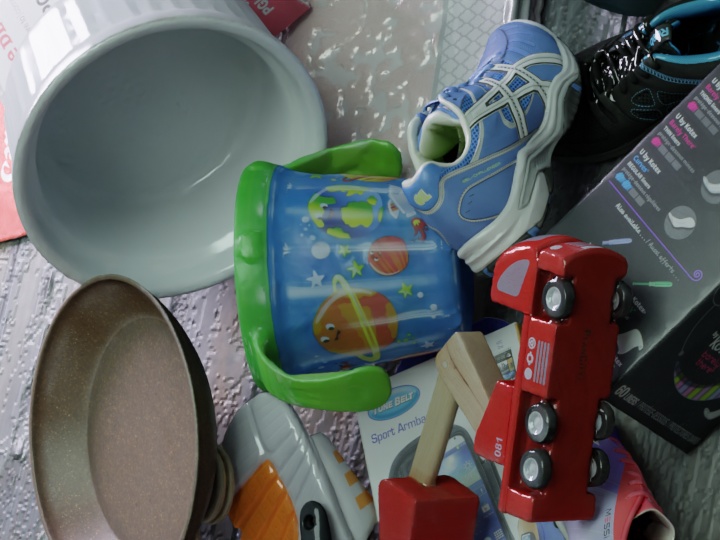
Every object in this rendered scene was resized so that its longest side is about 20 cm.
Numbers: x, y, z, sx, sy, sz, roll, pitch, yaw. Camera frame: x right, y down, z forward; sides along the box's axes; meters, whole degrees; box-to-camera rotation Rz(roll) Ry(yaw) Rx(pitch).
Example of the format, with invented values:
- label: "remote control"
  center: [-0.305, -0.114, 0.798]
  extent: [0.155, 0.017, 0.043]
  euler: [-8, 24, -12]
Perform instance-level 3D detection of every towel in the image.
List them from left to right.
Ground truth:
- label: "towel"
  center: [0.025, -0.126, 1.558]
  extent: [0.190, 0.032, 0.202]
  euler: [-5, 69, 31]

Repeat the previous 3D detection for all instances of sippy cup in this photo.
- label: "sippy cup"
  center: [0.000, 0.000, 1.439]
  extent: [0.129, 0.140, 0.180]
  euler: [-4, 80, 7]

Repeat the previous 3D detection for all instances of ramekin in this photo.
- label: "ramekin"
  center: [-0.128, -0.091, 1.515]
  extent: [0.200, 0.200, 0.098]
  euler: [-43, 38, 11]

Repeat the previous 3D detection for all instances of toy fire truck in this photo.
- label: "toy fire truck"
  center: [0.076, 0.074, 1.316]
  extent: [0.141, 0.048, 0.202]
  euler: [18, 104, 53]

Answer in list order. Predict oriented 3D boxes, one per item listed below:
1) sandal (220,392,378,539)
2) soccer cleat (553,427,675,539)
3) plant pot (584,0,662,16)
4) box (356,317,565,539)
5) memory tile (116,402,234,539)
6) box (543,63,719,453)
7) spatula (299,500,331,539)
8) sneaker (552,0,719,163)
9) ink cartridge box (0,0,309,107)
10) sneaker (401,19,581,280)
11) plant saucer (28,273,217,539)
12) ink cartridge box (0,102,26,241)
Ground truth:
- label: "sandal"
  center: [-0.016, 0.171, 1.459]
  extent: [0.079, 0.059, 0.208]
  euler: [-35, 76, 35]
- label: "soccer cleat"
  center: [0.141, 0.136, 1.326]
  extent: [0.073, 0.068, 0.201]
  euler: [-43, 26, 29]
- label: "plant pot"
  center: [0.129, -0.242, 1.431]
  extent: [0.142, 0.200, 0.141]
  euler: [-49, 54, 6]
- label: "box"
  center: [0.065, 0.124, 1.431]
  extent: [0.118, 0.041, 0.201]
  euler: [-24, 63, 23]
- label: "memory tile"
  center: [-0.145, 0.115, 1.539]
  extent: [0.154, 0.017, 0.201]
  euler: [-60, 45, 32]
- label: "box"
  center: [0.202, -0.014, 1.345]
  extent: [0.200, 0.122, 0.106]
  euler: [-45, 54, 11]
- label: "spatula"
  center: [-0.011, 0.234, 1.414]
  extent: [0.056, 0.020, 0.202]
  euler: [-11, 90, 37]
- label: "sneaker"
  center: [0.172, -0.125, 1.433]
  extent: [0.199, 0.082, 0.074]
  euler: [-21, 64, 26]
- label: "ink cartridge box"
  center: [-0.157, -0.176, 1.608]
  extent: [0.200, 0.085, 0.146]
  euler: [-39, 58, 9]
- label: "sneaker"
  center: [0.075, -0.087, 1.403]
  extent: [0.076, 0.077, 0.201]
  euler: [-42, 22, 36]
- label: "plant saucer"
  center: [-0.141, 0.103, 1.487]
  extent: [0.200, 0.036, 0.202]
  euler: [1, 91, 53]
- label: "ink cartridge box"
  center: [-0.217, -0.112, 1.696]
  extent: [0.199, 0.047, 0.161]
  euler: [-13, 66, 26]
